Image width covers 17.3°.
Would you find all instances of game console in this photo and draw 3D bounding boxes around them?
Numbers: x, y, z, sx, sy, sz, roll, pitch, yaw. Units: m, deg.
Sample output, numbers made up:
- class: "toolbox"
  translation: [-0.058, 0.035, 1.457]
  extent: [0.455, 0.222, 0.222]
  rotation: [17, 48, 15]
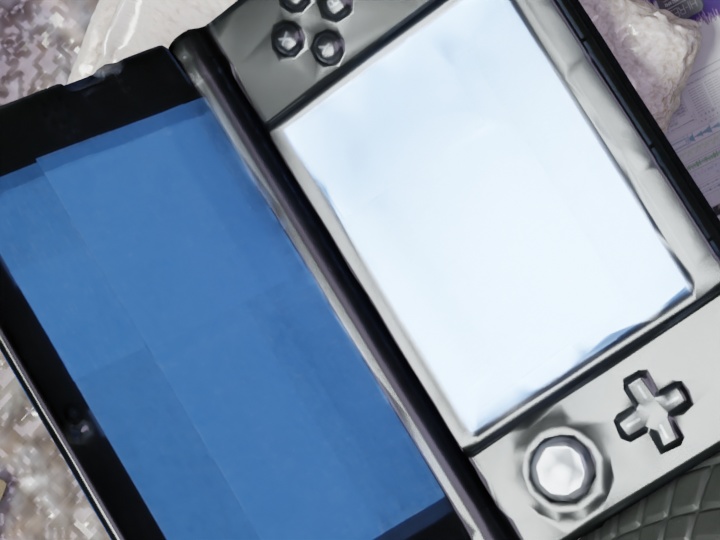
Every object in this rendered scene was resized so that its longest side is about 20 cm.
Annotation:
- class: "game console"
  translation: [0.000, 0.000, 0.691]
  extent: [0.170, 0.118, 0.200]
  rotation: [-35, 82, 22]

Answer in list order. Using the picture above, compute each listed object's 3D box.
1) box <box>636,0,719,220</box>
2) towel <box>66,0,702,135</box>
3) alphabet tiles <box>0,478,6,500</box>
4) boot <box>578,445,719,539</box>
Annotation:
- class: "box"
  translation: [0.084, -0.041, 0.770]
  extent: [0.144, 0.036, 0.201]
  rotation: [-27, 78, 30]
- class: "towel"
  translation: [0.000, -0.060, 0.766]
  extent: [0.200, 0.034, 0.133]
  rotation: [28, 106, 19]
- class: "alphabet tiles"
  translation: [-0.210, 0.090, 0.755]
  extent: [0.166, 0.006, 0.201]
  rotation: [29, 66, -19]
- class: "boot"
  translation: [0.134, 0.152, 0.737]
  extent: [0.130, 0.068, 0.201]
  rotation: [13, 68, -36]
